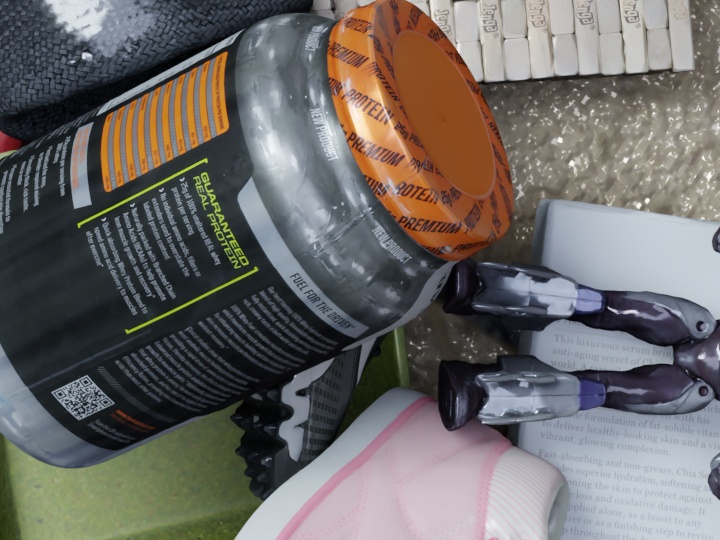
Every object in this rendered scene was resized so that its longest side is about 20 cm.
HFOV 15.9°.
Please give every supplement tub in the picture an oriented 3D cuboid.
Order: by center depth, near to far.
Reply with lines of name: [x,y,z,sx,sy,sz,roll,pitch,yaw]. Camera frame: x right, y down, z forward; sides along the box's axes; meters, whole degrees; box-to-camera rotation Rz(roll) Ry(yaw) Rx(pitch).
supplement tub: [-0.052,-0.015,0.950,0.199,0.122,0.123,-25,92,24]

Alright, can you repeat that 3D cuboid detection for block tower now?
block tower: [0.050,-0.105,1.101,0.199,0.054,0.058,-5,93,1]

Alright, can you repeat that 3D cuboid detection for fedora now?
fedora: [-0.091,-0.108,0.995,0.200,0.201,0.092,-25,77,1]

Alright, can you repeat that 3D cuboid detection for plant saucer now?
plant saucer: [-0.081,0.039,1.081,0.199,0.048,0.201,-11,98,-20]

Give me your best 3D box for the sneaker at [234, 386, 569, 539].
sneaker: [0.014,0.123,0.990,0.104,0.200,0.076,23,130,20]

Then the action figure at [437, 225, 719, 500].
action figure: [0.132,0.036,1.028,0.199,0.069,0.131,3,83,-5]

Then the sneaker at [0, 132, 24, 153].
sneaker: [-0.171,-0.003,1.110,0.115,0.078,0.200,41,90,-19]

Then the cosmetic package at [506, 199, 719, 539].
cosmetic package: [0.113,0.075,1.098,0.101,0.071,0.201,8,92,-1]

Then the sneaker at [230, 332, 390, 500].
sneaker: [0.000,0.000,1.047,0.090,0.066,0.201,6,91,-21]
